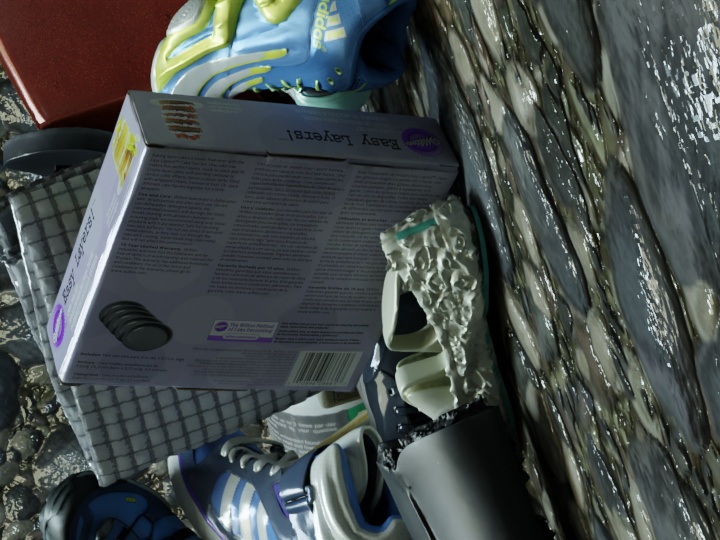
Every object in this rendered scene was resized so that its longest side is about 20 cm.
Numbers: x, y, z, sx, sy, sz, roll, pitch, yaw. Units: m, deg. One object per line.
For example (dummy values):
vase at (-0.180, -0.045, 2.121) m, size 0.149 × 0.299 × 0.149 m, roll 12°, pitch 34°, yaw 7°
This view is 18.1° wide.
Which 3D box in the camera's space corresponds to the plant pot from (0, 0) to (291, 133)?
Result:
plant pot at (-0.142, -0.169, 1.479) m, size 0.200 × 0.198 × 0.178 m, roll 49°, pitch -155°, yaw -69°

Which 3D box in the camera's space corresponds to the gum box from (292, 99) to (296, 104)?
gum box at (-0.052, -0.052, 1.636) m, size 0.201 × 0.113 × 0.066 m, roll 83°, pitch 167°, yaw -56°

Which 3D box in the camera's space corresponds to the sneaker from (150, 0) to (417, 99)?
sneaker at (-0.039, -0.123, 1.247) m, size 0.200 × 0.075 × 0.105 m, roll -46°, pitch 70°, yaw 41°

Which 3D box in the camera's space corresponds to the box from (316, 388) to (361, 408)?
box at (0.000, 0.000, 1.441) m, size 0.201 × 0.094 × 0.078 m, roll 88°, pitch 162°, yaw -60°

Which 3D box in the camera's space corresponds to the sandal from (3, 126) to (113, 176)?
sandal at (-0.130, -0.045, 1.431) m, size 0.076 × 0.199 × 0.043 m, roll -28°, pitch 48°, yaw 62°

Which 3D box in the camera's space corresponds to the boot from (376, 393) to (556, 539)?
boot at (0.063, 0.171, 1.290) m, size 0.169 × 0.076 × 0.200 m, roll 64°, pitch 155°, yaw 12°

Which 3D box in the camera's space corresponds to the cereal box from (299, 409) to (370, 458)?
cereal box at (0.028, 0.194, 1.537) m, size 0.039 × 0.144 × 0.202 m, roll -2°, pitch 111°, yaw 41°

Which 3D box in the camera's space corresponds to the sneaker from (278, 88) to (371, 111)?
sneaker at (-0.019, -0.127, 1.394) m, size 0.201 × 0.077 × 0.141 m, roll -101°, pitch -1°, yaw -45°

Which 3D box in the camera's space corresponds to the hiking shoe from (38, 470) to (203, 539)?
hiking shoe at (-0.114, 0.190, 1.432) m, size 0.200 × 0.075 × 0.086 m, roll 39°, pitch 161°, yaw -34°

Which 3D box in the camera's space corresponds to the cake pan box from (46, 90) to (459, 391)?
cake pan box at (-0.059, -0.011, 1.275) m, size 0.053 × 0.198 × 0.185 m, roll -110°, pitch 32°, yaw -40°

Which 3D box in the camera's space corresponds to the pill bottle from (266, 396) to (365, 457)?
pill bottle at (-0.019, 0.107, 1.763) m, size 0.113 × 0.112 × 0.201 m, roll -118°, pitch 12°, yaw -56°

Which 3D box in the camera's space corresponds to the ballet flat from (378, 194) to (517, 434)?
ballet flat at (0.046, 0.040, 1.293) m, size 0.072 × 0.071 × 0.201 m, roll -115°, pitch 10°, yaw -48°

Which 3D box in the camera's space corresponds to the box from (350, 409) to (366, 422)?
box at (-0.012, 0.178, 1.581) m, size 0.200 × 0.068 × 0.083 m, roll -39°, pitch -60°, yaw -49°

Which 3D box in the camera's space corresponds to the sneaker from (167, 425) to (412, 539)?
sneaker at (-0.034, 0.129, 1.400) m, size 0.147 × 0.080 × 0.201 m, roll -55°, pitch 50°, yaw 30°

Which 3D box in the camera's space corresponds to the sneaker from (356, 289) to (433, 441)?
sneaker at (0.056, 0.118, 1.389) m, size 0.146 × 0.076 × 0.204 m, roll -132°, pitch 32°, yaw -53°

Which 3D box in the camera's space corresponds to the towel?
towel at (-0.123, 0.011, 1.381) m, size 0.086 × 0.164 × 0.201 m, roll -126°, pitch 17°, yaw -60°
